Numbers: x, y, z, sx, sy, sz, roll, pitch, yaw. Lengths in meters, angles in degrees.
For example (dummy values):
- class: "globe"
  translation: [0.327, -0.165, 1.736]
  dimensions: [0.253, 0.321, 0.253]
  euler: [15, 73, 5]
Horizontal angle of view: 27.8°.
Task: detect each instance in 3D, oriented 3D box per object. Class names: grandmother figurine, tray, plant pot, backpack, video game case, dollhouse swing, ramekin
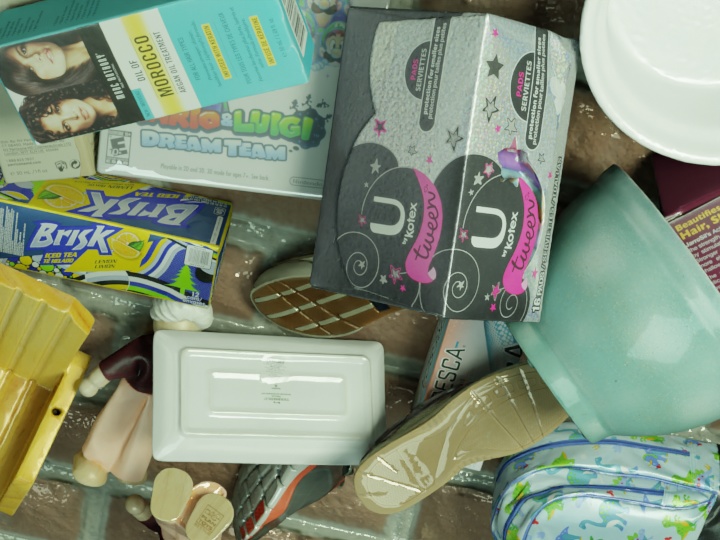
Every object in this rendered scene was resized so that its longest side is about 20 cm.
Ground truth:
- class: "grandmother figurine"
  translation: [-0.148, 0.231, 1.279]
  dimensions: [0.121, 0.061, 0.200]
  euler: [40, 158, 6]
- class: "tray"
  translation: [-0.070, 0.103, 1.188]
  dimensions: [0.199, 0.108, 0.022]
  euler: [4, 162, -19]
- class: "plant pot"
  translation: [0.188, 0.042, 1.063]
  dimensions: [0.134, 0.200, 0.200]
  euler: [-35, 115, 6]
- class: "backpack"
  translation: [0.211, 0.206, 1.249]
  dimensions: [0.200, 0.154, 0.163]
  euler: [23, 130, 6]
- class: "grandmother figurine"
  translation: [-0.176, 0.095, 1.238]
  dimensions: [0.121, 0.061, 0.200]
  euler: [-3, 129, -45]
- class: "video game case"
  translation: [-0.083, -0.149, 1.051]
  dimensions: [0.199, 0.024, 0.183]
  euler: [7, 96, 1]
- class: "dollhouse swing"
  translation: [-0.334, 0.088, 1.180]
  dimensions: [0.200, 0.182, 0.176]
  euler: [26, 165, -12]
- class: "ramekin"
  translation: [0.249, -0.182, 1.000]
  dimensions: [0.200, 0.098, 0.201]
  euler: [2, 123, 4]

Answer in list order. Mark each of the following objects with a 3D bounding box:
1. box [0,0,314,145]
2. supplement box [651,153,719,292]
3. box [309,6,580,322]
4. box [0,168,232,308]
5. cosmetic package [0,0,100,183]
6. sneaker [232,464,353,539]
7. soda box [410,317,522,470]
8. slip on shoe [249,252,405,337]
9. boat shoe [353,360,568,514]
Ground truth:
- class: "box"
  translation: [-0.138, -0.147, 0.960]
  dimensions: [0.199, 0.049, 0.082]
  euler: [-11, 129, 14]
- class: "supplement box"
  translation: [0.324, -0.018, 1.099]
  dimensions: [0.131, 0.103, 0.200]
  euler: [-26, 118, 21]
- class: "box"
  translation: [0.058, -0.073, 1.004]
  dimensions: [0.132, 0.115, 0.201]
  euler: [12, 96, 43]
- class: "box"
  translation: [-0.207, -0.033, 1.159]
  dimensions: [0.199, 0.070, 0.064]
  euler: [13, 125, -3]
- class: "cosmetic package"
  translation: [-0.237, -0.175, 1.049]
  dimensions: [0.073, 0.104, 0.200]
  euler: [-4, 124, 7]
- class: "sneaker"
  translation: [-0.048, 0.185, 1.289]
  dimensions: [0.082, 0.077, 0.200]
  euler: [14, 136, -27]
- class: "soda box"
  translation: [0.093, 0.069, 1.202]
  dimensions: [0.068, 0.064, 0.200]
  euler: [13, 124, -3]
- class: "slip on shoe"
  translation: [0.000, 0.000, 1.170]
  dimensions: [0.200, 0.061, 0.076]
  euler: [-18, 123, 38]
- class: "boat shoe"
  translation: [0.081, 0.122, 1.163]
  dimensions: [0.200, 0.065, 0.072]
  euler: [-32, 108, 2]
